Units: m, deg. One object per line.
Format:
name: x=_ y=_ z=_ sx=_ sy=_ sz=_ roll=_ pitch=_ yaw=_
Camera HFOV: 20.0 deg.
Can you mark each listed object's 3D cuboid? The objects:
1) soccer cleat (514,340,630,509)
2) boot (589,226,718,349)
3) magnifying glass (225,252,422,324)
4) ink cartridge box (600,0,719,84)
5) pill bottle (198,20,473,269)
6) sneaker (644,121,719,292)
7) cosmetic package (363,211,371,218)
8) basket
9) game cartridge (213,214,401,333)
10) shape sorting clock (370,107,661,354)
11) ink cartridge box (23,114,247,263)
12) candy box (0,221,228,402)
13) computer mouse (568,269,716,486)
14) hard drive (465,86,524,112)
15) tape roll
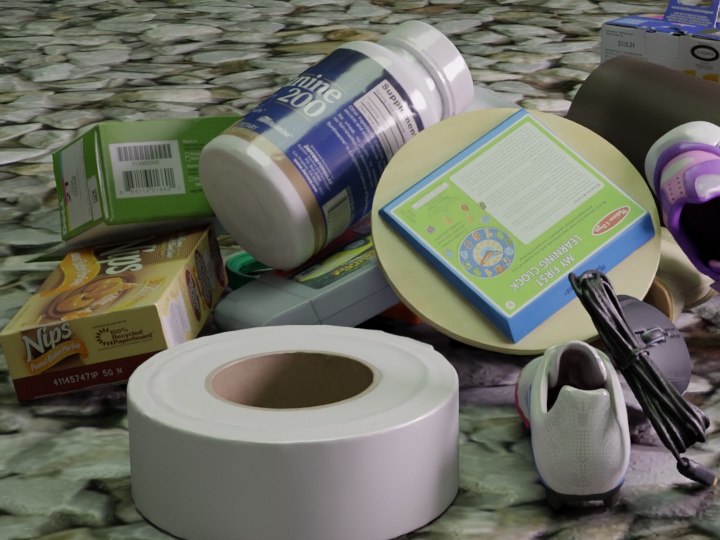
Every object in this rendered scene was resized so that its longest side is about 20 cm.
soccer cleat: x=0.134 y=0.074 z=1.255 sx=0.070 sy=0.087 sz=0.200 roll=-1 pitch=17 yaw=0
boot: x=0.157 y=0.008 z=1.494 sx=0.199 sy=0.073 sz=0.155 roll=2 pitch=13 yaw=29
magnifying glass: x=-0.026 y=0.012 z=1.576 sx=0.200 sy=0.022 sz=0.079 roll=17 pitch=24 yaw=42
ink cartridge box: x=0.278 y=-0.144 z=1.754 sx=0.136 sy=0.201 sz=0.076 roll=15 pitch=24 yaw=41
pill bottle: x=-0.013 y=-0.099 z=1.495 sx=0.200 sy=0.111 sz=0.111 roll=-39 pitch=35 yaw=-27
sneaker: x=0.273 y=-0.009 z=1.412 sx=0.080 sy=0.200 sz=0.089 roll=-41 pitch=15 yaw=25
cosmetic package: x=0.050 y=-0.044 z=1.666 sx=0.101 sy=0.072 sz=0.200 roll=-2 pitch=18 yaw=-6
basket: x=0.271 y=-0.089 z=1.627 sx=0.180 sy=0.136 sz=0.200 roll=2 pitch=20 yaw=-45
game cartridge: x=0.000 y=0.000 z=1.453 sx=0.200 sy=0.041 sz=0.133 roll=-30 pitch=19 yaw=-16
shape sorting clock: x=0.106 y=-0.028 z=1.392 sx=0.199 sy=0.039 sz=0.201 roll=1 pitch=54 yaw=-1
ink cartridge box: x=-0.170 y=-0.060 z=1.584 sx=0.147 sy=0.076 sz=0.200 roll=-6 pitch=-6 yaw=-29
candy box: x=-0.171 y=0.026 z=1.450 sx=0.115 sy=0.056 sz=0.200 roll=-10 pitch=15 yaw=10
computer mouse: x=0.190 y=0.070 z=1.249 sx=0.046 sy=0.141 sz=0.200 roll=-31 pitch=-19 yaw=5
hard drive: x=0.091 y=-0.124 z=1.669 sx=0.132 sy=0.026 sz=0.200 roll=34 pitch=17 yaw=32
tape roll: x=-0.039 y=0.096 z=1.223 sx=0.202 sy=0.071 sz=0.203 roll=-2 pitch=17 yaw=0
